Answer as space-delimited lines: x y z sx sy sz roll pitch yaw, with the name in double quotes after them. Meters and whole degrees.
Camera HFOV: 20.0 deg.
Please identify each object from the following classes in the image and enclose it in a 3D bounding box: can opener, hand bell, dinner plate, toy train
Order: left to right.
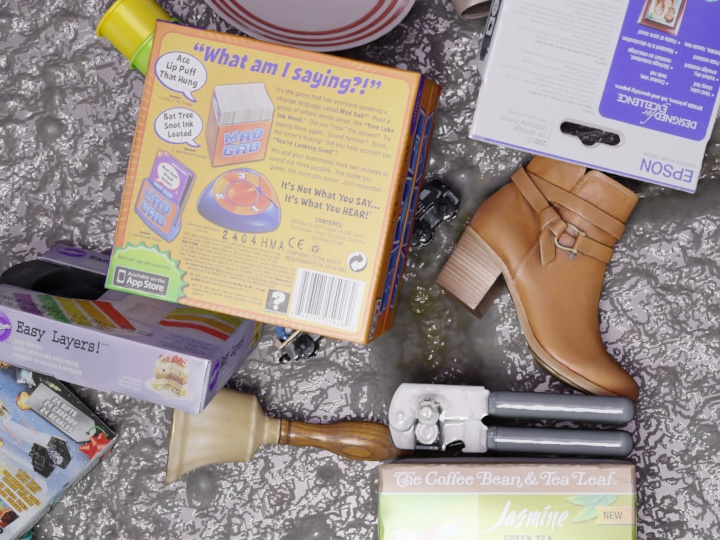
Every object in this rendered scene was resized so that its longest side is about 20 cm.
-0.055 0.131 1.656 0.199 0.104 0.105 6 87 -5 "hand bell"
-0.048 -0.254 1.660 0.199 0.024 0.201 6 59 -10 "dinner plate"
0.000 0.000 1.670 0.200 0.034 0.046 -45 81 3 "toy train"
0.118 0.118 1.605 0.199 0.066 0.053 1 84 16 "can opener"

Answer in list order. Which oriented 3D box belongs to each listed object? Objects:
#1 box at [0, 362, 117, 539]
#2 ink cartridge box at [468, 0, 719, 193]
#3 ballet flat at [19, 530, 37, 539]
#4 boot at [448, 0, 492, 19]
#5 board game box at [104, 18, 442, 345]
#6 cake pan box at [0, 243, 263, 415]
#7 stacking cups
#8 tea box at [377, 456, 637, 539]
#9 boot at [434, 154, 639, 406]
-0.318 0.120 1.669 0.200 0.040 0.137 42 62 8 "box"
0.198 -0.181 1.618 0.197 0.043 0.201 14 97 -10 "ink cartridge box"
-0.364 0.229 1.693 0.199 0.068 0.068 11 108 10 "ballet flat"
0.072 -0.275 1.652 0.199 0.070 0.147 -11 75 -2 "boot"
-0.060 -0.068 1.553 0.199 0.200 0.201 12 94 6 "board game box"
-0.190 0.042 1.613 0.199 0.184 0.053 14 105 10 "cake pan box"
-0.130 -0.148 1.681 0.200 0.061 0.061 45 92 7 "stacking cups"
0.117 0.245 1.591 0.199 0.134 0.198 -1 86 7 "tea box"
0.177 0.004 1.637 0.200 0.077 0.156 38 87 14 "boot"
